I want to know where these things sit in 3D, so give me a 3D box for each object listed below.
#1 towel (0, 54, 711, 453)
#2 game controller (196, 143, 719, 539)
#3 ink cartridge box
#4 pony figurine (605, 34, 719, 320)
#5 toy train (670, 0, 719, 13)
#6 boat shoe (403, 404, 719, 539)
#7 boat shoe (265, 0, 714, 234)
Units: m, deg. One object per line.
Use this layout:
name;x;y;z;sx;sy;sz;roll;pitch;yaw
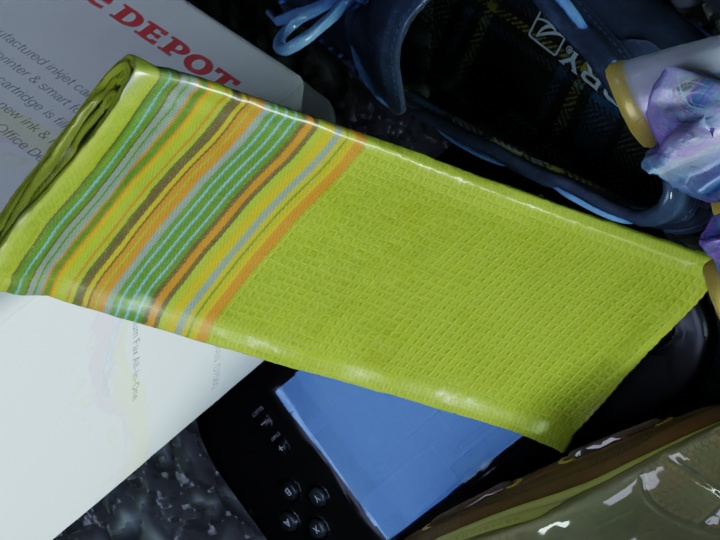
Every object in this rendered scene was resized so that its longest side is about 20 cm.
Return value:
towel;0.000;0.000;0.789;0.199;0.018;0.086;17;132;-30
game controller;0.026;0.033;0.908;0.104;0.042;0.200;47;128;-1
ink cartridge box;-0.113;-0.007;0.870;0.128;0.200;0.126;35;145;24
pony figurine;0.165;-0.054;0.676;0.199;0.193;0.167;-24;65;14
toy train;0.056;-0.151;0.772;0.200;0.085;0.114;37;140;6
boat shoe;0.095;0.072;0.850;0.199;0.068;0.072;-19;109;4
boat shoe;0.029;-0.079;0.816;0.199;0.069;0.085;28;115;24
